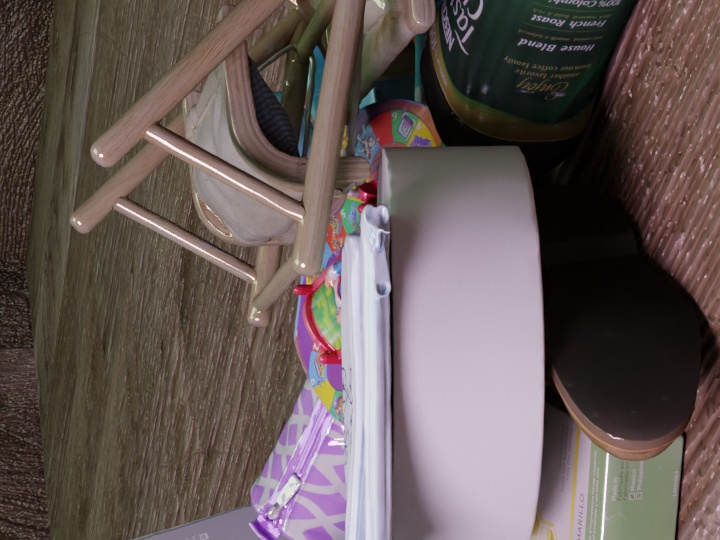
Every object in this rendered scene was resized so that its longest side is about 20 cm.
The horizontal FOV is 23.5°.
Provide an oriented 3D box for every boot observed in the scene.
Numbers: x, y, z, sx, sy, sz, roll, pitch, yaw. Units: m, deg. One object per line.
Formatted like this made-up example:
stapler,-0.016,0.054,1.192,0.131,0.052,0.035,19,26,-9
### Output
boot,0.115,0.038,0.830,0.201,0.073,0.076,-100,10,-59

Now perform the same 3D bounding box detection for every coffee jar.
coffee jar,0.091,-0.144,0.870,0.201,0.084,0.105,109,156,-47

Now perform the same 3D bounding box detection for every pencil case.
pencil case,-0.008,0.086,1.110,0.084,0.085,0.201,36,112,36

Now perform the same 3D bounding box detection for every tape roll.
tape roll,0.045,0.040,0.858,0.202,0.070,0.205,179,90,-87

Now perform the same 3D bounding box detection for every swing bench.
swing bench,-0.050,-0.097,0.920,0.201,0.129,0.199,-63,6,-13

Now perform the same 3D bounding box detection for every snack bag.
snack bag,0.001,0.070,0.833,0.200,0.021,0.191,131,139,-87

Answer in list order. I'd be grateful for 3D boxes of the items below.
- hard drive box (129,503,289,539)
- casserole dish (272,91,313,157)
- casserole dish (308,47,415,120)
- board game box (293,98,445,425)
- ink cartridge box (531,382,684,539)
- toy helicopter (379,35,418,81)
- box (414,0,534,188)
hard drive box,-0.078,0.236,1.210,0.077,0.198,0.157,57,148,32
casserole dish,-0.030,-0.048,1.231,0.201,0.039,0.122,63,-176,-51
casserole dish,0.001,-0.138,1.228,0.200,0.038,0.122,-115,27,-57
board game box,0.000,0.000,1.005,0.157,0.039,0.202,19,104,50
ink cartridge box,0.100,0.130,0.905,0.200,0.047,0.147,-152,63,-69
toy helicopter,0.003,-0.220,1.085,0.079,0.131,0.202,176,94,-73
box,0.065,-0.085,1.017,0.082,0.049,0.202,178,92,-73
